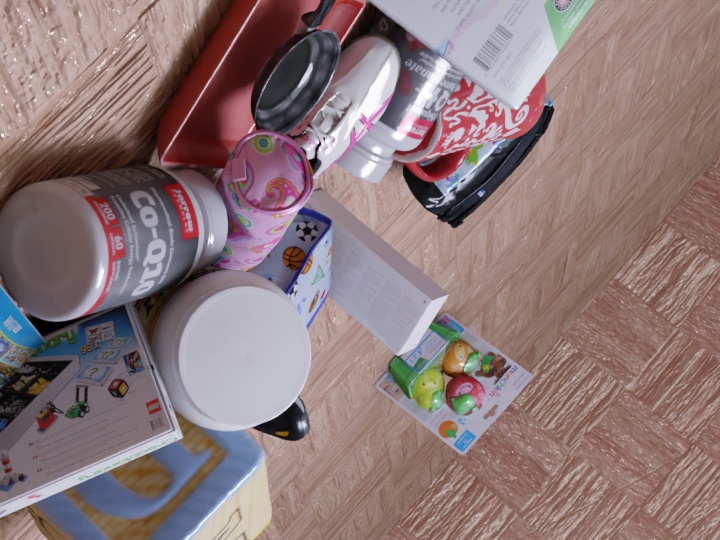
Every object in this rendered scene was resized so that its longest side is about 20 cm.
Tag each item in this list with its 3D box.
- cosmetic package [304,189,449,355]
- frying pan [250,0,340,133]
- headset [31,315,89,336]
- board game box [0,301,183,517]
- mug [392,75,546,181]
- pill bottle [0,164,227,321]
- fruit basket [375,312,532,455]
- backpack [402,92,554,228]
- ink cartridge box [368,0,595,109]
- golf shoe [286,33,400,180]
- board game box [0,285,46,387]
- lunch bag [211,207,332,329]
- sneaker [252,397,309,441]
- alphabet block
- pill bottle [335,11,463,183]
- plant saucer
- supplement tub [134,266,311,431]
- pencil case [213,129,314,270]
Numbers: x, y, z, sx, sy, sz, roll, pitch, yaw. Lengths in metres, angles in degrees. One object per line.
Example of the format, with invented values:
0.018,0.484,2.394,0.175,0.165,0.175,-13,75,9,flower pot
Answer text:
0.000,0.000,1.713,0.051,0.200,0.083,-19,145,-58,cosmetic package
-0.059,-0.194,1.333,0.115,0.031,0.191,-43,158,-27,frying pan
-0.299,0.091,1.400,0.200,0.093,0.124,-56,166,-42,headset
-0.266,0.123,1.287,0.198,0.127,0.035,-23,161,0,board game box
0.107,-0.177,1.720,0.199,0.133,0.179,-24,118,-49,mug
-0.205,-0.030,1.276,0.200,0.114,0.114,-20,145,-59,pill bottle
0.153,0.180,2.478,0.185,0.199,0.094,-45,147,-17,fruit basket
0.152,-0.168,1.894,0.199,0.155,0.163,-33,165,15,backpack
0.106,-0.274,1.432,0.146,0.199,0.088,-54,-153,7,ink cartridge box
-0.028,-0.146,1.483,0.200,0.072,0.092,-51,-172,30,golf shoe
-0.362,0.087,1.207,0.200,0.064,0.148,-48,163,-13,board game box
-0.121,0.039,1.597,0.201,0.123,0.170,-62,167,-23,lunch bag
-0.147,0.155,1.677,0.090,0.199,0.070,-35,133,-35,sneaker
-0.221,0.231,1.554,0.196,0.195,0.200,-43,160,-20,alphabet block
0.039,-0.196,1.562,0.201,0.110,0.111,-57,162,17,pill bottle
-0.097,-0.185,1.371,0.200,0.037,0.200,-56,163,15,plant saucer
-0.132,0.070,1.383,0.145,0.145,0.200,-47,-164,-13,supplement tub
-0.106,-0.061,1.406,0.087,0.088,0.200,-43,-179,-23,pencil case
